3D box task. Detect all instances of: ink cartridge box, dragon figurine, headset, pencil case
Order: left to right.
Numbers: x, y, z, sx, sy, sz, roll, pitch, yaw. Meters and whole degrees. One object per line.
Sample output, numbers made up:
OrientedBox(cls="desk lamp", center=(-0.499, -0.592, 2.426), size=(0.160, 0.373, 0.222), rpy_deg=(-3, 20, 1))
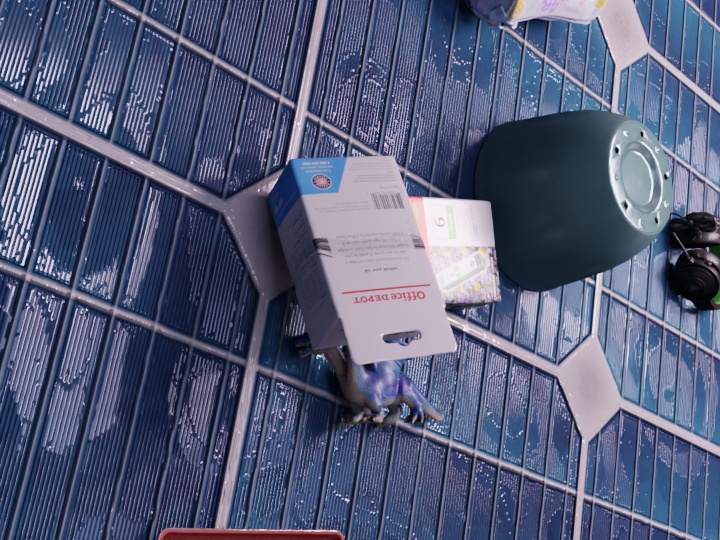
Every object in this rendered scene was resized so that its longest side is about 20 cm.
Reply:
OrientedBox(cls="ink cartridge box", center=(0.000, 0.000, 1.030), size=(0.114, 0.068, 0.203), rpy_deg=(-4, 65, -29))
OrientedBox(cls="dragon figurine", center=(0.024, 0.098, 1.094), size=(0.198, 0.058, 0.101), rpy_deg=(9, 76, -41))
OrientedBox(cls="ink cartridge box", center=(0.059, -0.017, 1.155), size=(0.198, 0.050, 0.111), rpy_deg=(0, 81, -44))
OrientedBox(cls="pencil case", center=(0.211, -0.333, 1.331), size=(0.198, 0.083, 0.092), rpy_deg=(-15, 76, -45))
OrientedBox(cls="headset", center=(0.463, -0.024, 1.510), size=(0.199, 0.093, 0.126), rpy_deg=(33, 59, -47))

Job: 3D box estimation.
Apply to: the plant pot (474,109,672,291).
OrientedBox(cls="plant pot", center=(0.251, -0.089, 1.278), size=(0.198, 0.160, 0.204), rpy_deg=(11, 74, -41))

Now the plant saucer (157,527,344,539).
OrientedBox(cls="plant saucer", center=(-0.099, 0.320, 0.948), size=(0.198, 0.036, 0.203), rpy_deg=(12, 74, -41))
